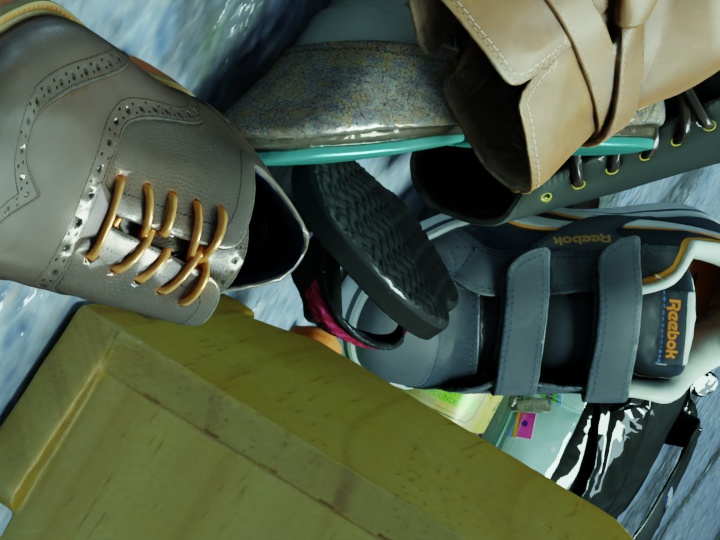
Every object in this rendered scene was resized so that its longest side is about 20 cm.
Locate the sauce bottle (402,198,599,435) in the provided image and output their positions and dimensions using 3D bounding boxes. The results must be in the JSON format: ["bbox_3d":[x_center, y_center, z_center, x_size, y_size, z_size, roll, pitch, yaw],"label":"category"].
[{"bbox_3d":[0.063,-0.013,1.162,0.201,0.064,0.065,-64,165,7],"label":"sauce bottle"}]

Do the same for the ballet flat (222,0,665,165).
[{"bbox_3d":[0.026,-0.071,0.891,0.199,0.068,0.068,-5,93,-46],"label":"ballet flat"}]

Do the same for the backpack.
[{"bbox_3d":[0.073,0.101,1.286,0.201,0.126,0.167,-60,154,3],"label":"backpack"}]

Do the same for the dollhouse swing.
[{"bbox_3d":[-0.029,0.133,0.851,0.177,0.199,0.182,-63,165,9],"label":"dollhouse swing"}]

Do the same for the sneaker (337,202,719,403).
[{"bbox_3d":[0.089,0.014,1.100,0.199,0.079,0.079,-11,118,-27],"label":"sneaker"}]

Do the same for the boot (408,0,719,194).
[{"bbox_3d":[0.065,-0.137,0.828,0.155,0.077,0.201,-39,127,-20],"label":"boot"}]

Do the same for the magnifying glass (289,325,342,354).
[{"bbox_3d":[-0.039,0.116,0.929,0.080,0.022,0.201,60,39,-62],"label":"magnifying glass"}]

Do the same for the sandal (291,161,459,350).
[{"bbox_3d":[0.000,0.000,0.967,0.045,0.075,0.200,-30,173,5],"label":"sandal"}]

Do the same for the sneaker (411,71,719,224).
[{"bbox_3d":[0.114,-0.064,1.012,0.106,0.075,0.200,-22,176,-42],"label":"sneaker"}]

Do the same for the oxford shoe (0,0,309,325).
[{"bbox_3d":[-0.065,-0.024,0.680,0.072,0.073,0.200,-62,165,11],"label":"oxford shoe"}]
